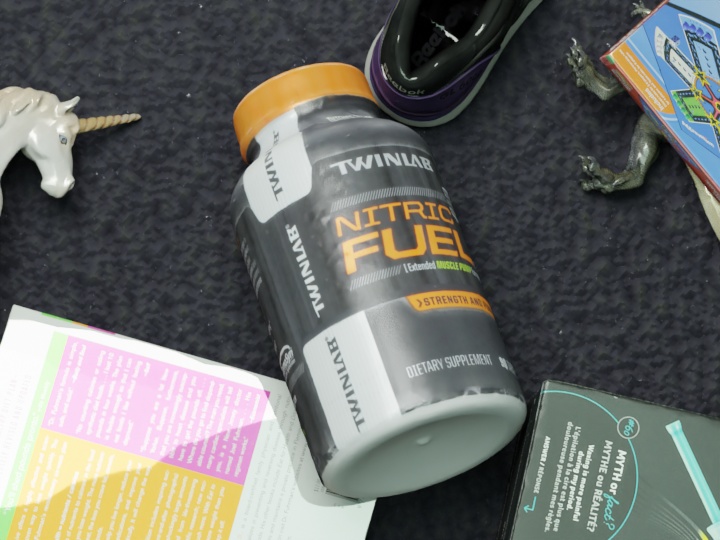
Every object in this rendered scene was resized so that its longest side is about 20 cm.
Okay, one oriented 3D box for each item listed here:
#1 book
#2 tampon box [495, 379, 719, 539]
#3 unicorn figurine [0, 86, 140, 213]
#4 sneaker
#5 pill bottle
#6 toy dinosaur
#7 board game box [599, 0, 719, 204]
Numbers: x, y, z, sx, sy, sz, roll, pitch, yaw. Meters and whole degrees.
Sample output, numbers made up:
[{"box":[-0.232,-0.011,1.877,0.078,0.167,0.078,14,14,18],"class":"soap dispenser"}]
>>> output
[{"box":[-0.094,0.107,1.440,0.199,0.048,0.134,17,81,0],"class":"book"},{"box":[0.163,0.149,1.394,0.199,0.126,0.150,13,83,1],"class":"tampon box"},{"box":[-0.213,-0.021,1.439,0.199,0.074,0.138,-3,72,5],"class":"unicorn figurine"},{"box":[0.073,-0.165,1.454,0.076,0.088,0.200,28,82,3],"class":"sneaker"},{"box":[0.000,0.000,1.413,0.106,0.106,0.200,-19,67,-3],"class":"pill bottle"},{"box":[0.151,-0.081,1.467,0.088,0.047,0.201,-9,86,-8],"class":"toy dinosaur"},{"box":[0.220,-0.063,1.451,0.103,0.019,0.200,-42,98,-10],"class":"board game box"}]
